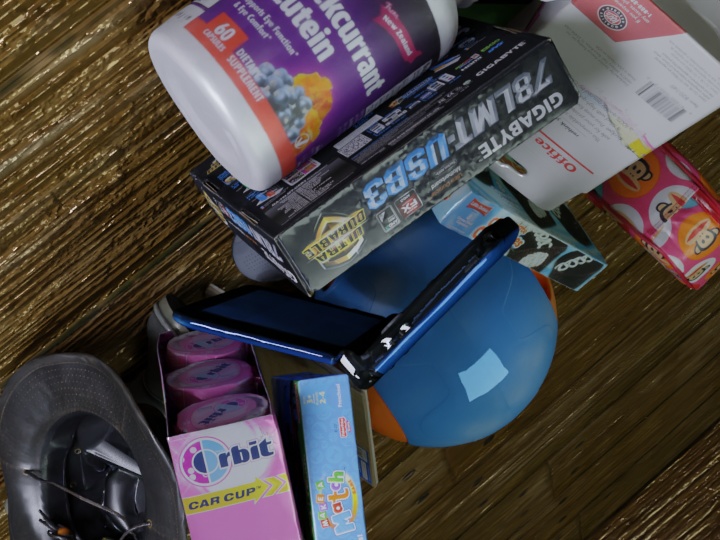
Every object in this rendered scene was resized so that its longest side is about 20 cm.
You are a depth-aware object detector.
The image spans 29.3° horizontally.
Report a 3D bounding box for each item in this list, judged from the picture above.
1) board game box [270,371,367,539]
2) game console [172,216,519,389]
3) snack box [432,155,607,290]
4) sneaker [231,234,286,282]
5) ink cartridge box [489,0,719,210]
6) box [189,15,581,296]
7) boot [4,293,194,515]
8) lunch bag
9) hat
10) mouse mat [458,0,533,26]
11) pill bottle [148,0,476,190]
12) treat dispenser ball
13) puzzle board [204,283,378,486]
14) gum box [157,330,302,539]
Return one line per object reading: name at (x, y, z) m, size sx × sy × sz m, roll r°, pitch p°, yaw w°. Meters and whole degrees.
board game box at (-0.028, 0.145, 0.919) m, size 0.036 × 0.152 × 0.200 m, roll -6°, pitch 177°, yaw -8°
game console at (0.000, 0.000, 0.879) m, size 0.171 × 0.118 × 0.200 m, roll -46°, pitch 177°, yaw 10°
snack box at (0.101, -0.060, 1.046) m, size 0.037 × 0.116 × 0.200 m, roll -43°, pitch 144°, yaw 20°
sneaker at (-0.023, -0.043, 0.940) m, size 0.200 × 0.074 × 0.088 m, roll -34°, pitch -167°, yaw 29°
ink cartridge box at (0.152, -0.129, 0.912) m, size 0.200 × 0.116 × 0.068 m, roll -35°, pitch -158°, yaw 51°
box at (0.006, -0.083, 0.854) m, size 0.200 × 0.198 × 0.050 m, roll -37°, pitch 114°, yaw -9°
boot at (-0.188, 0.118, 1.044) m, size 0.200 × 0.073 × 0.182 m, roll -33°, pitch 153°, yaw -5°
lunch bag at (0.250, -0.072, 1.230) m, size 0.082 × 0.200 × 0.176 m, roll -44°, pitch 159°, yaw 7°
hat at (-0.166, 0.148, 0.959) m, size 0.081 × 0.201 × 0.201 m, roll -17°, pitch 146°, yaw -50°
mouse mat at (0.088, -0.141, 1.042) m, size 0.199 × 0.008 × 0.161 m, roll -7°, pitch 140°, yaw -31°
pill bottle at (-0.014, -0.147, 0.804) m, size 0.200 × 0.111 × 0.112 m, roll -38°, pitch 156°, yaw -11°
treat dispenser ball at (0.060, 0.042, 1.119) m, size 0.201 × 0.201 × 0.201 m, roll -34°, pitch 155°, yaw -19°
puzzle board at (-0.049, 0.094, 1.105) m, size 0.017 × 0.150 × 0.200 m, roll -51°, pitch 160°, yaw -20°
gum box at (-0.086, 0.114, 0.892) m, size 0.066 × 0.200 × 0.114 m, roll -13°, pitch 107°, yaw -6°
